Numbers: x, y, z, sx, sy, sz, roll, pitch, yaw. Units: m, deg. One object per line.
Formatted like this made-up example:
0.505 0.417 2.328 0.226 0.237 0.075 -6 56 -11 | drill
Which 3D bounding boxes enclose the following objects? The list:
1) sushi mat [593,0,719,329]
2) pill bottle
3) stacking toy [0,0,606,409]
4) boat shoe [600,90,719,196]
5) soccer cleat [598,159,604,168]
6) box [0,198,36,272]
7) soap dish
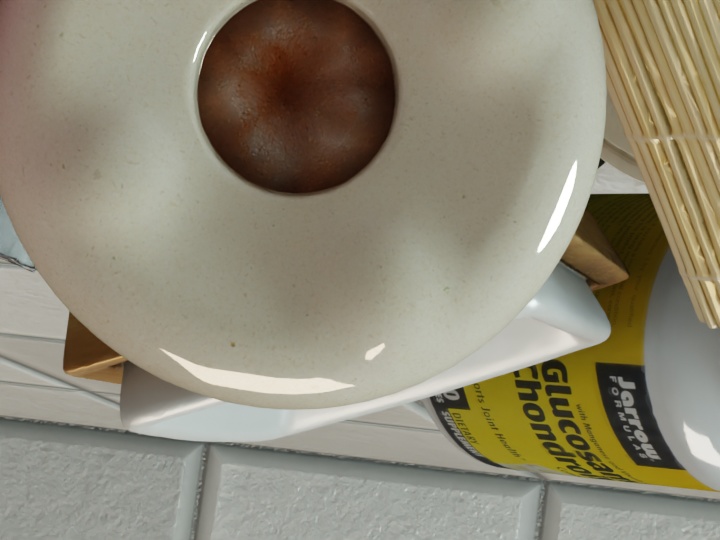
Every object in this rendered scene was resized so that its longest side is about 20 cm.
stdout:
0.085 -0.068 0.595 0.095 0.012 0.201 1 126 43 | sushi mat
0.121 0.027 0.989 0.112 0.113 0.199 15 171 -40 | pill bottle
-0.017 -0.042 0.681 0.145 0.147 0.200 8 -179 -2 | stacking toy
0.066 -0.077 0.699 0.060 0.076 0.200 -18 -146 -35 | boat shoe
0.035 -0.056 1.023 0.199 0.073 0.068 -24 111 45 | soccer cleat
-0.232 -0.060 1.075 0.142 0.036 0.200 22 -179 -40 | box
0.000 0.000 0.860 0.156 0.082 0.200 -17 171 11 | soap dish
